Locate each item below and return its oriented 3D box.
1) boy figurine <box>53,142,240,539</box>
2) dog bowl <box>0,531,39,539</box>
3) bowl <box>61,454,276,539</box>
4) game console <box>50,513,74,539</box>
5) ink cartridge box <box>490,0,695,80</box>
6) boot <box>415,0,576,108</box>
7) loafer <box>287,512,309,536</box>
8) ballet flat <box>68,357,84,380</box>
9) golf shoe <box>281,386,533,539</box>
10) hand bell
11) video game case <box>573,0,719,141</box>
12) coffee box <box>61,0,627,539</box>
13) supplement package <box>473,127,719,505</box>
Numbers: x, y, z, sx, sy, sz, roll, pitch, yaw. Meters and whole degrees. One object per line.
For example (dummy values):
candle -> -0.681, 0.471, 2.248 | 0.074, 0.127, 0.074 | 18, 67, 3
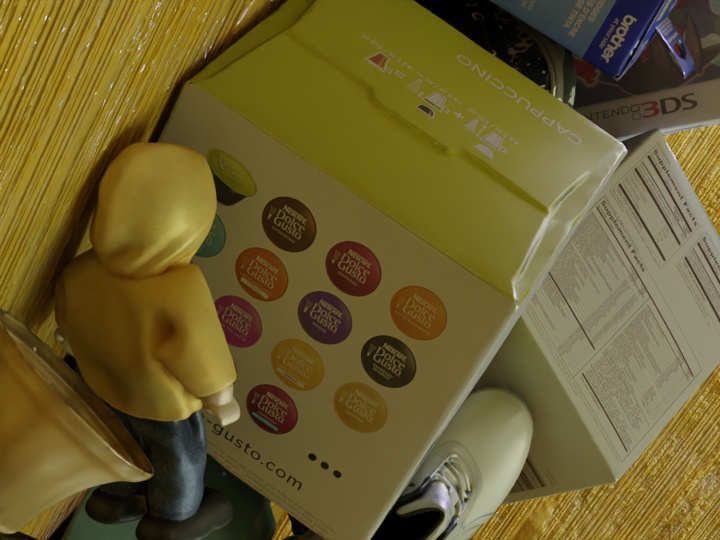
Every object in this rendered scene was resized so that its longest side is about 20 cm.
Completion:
boy figurine -> -0.107, 0.031, 1.005 | 0.064, 0.124, 0.201 | -19, 116, -44
dog bowl -> -0.246, 0.225, 1.157 | 0.200, 0.059, 0.200 | -57, 175, -7
bowl -> -0.120, 0.179, 1.207 | 0.201, 0.105, 0.201 | -63, 179, -2
game console -> -0.163, 0.216, 1.538 | 0.200, 0.118, 0.173 | -50, 172, -47
ink cartridge box -> 0.133, -0.194, 1.294 | 0.077, 0.200, 0.136 | -61, 173, 21
boot -> 0.029, -0.143, 1.327 | 0.153, 0.204, 0.074 | -11, 120, -23
loafer -> -0.027, 0.106, 1.241 | 0.070, 0.201, 0.068 | -25, -169, 25
ballet flat -> -0.130, 0.049, 1.211 | 0.200, 0.046, 0.067 | -51, 172, -46
golf shoe -> 0.042, 0.137, 1.179 | 0.200, 0.078, 0.097 | -41, -171, -27
hand bell -> -0.202, 0.123, 0.938 | 0.200, 0.104, 0.104 | -43, 175, -1
video game case -> 0.174, -0.187, 1.377 | 0.023, 0.182, 0.201 | 4, 76, -70
coffee box -> -0.006, -0.014, 1.115 | 0.198, 0.199, 0.200 | -59, 174, 35
supplement package -> 0.129, 0.033, 1.345 | 0.152, 0.151, 0.200 | -19, -163, 48
